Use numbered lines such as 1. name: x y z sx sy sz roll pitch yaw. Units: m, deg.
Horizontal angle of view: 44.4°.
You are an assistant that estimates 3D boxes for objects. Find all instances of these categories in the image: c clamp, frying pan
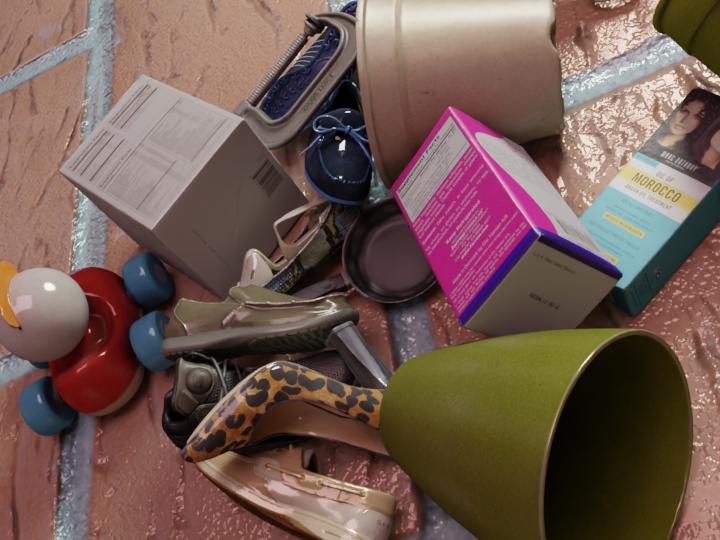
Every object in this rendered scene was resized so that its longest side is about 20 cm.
1. c clamp: -0.084 -0.218 0.988 0.200 0.027 0.171 -46 43 9
2. frying pan: 0.012 0.009 0.873 0.115 0.031 0.190 39 85 30

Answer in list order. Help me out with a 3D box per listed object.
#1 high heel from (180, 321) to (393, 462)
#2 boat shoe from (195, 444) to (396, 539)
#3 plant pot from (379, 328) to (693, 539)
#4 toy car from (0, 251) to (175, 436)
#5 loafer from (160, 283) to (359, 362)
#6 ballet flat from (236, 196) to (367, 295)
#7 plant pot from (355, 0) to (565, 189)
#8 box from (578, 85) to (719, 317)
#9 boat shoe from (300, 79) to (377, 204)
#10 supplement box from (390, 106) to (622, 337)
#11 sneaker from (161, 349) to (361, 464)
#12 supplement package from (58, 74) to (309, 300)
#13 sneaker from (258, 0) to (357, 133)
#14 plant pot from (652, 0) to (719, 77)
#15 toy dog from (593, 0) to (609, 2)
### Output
1. high heel: -0.038 0.143 0.745 0.199 0.072 0.143 -30 70 -27
2. boat shoe: -0.055 0.191 0.776 0.198 0.074 0.070 18 66 28
3. plant pot: 0.114 0.125 0.668 0.199 0.187 0.189 7 62 49
4. toy car: -0.321 0.044 0.934 0.183 0.200 0.178 -28 50 9
5. loafer: -0.099 0.042 0.841 0.197 0.075 0.071 -8 70 11
6. ballet flat: -0.081 -0.013 0.919 0.200 0.074 0.074 -44 49 -9
7. plant pot: 0.105 -0.190 0.874 0.181 0.201 0.203 -5 56 13
8. box: 0.267 -0.062 0.772 0.200 0.049 0.082 -48 49 -6
9. boat shoe: -0.025 -0.143 0.934 0.201 0.083 0.069 -105 29 -52
10. supplement box: 0.117 -0.037 0.761 0.104 0.100 0.201 -52 35 25
11. sneaker: -0.100 0.115 0.821 0.197 0.114 0.077 -20 52 12
12. supplement package: -0.196 -0.094 0.987 0.199 0.152 0.151 28 75 39
13. sneaker: -0.046 -0.233 1.054 0.070 0.078 0.200 42 98 -3
14. plant pot: 0.375 -0.198 0.702 0.200 0.200 0.194 -37 74 3
15. toy dog: 0.316 -0.354 0.896 0.198 0.096 0.133 11 64 40
